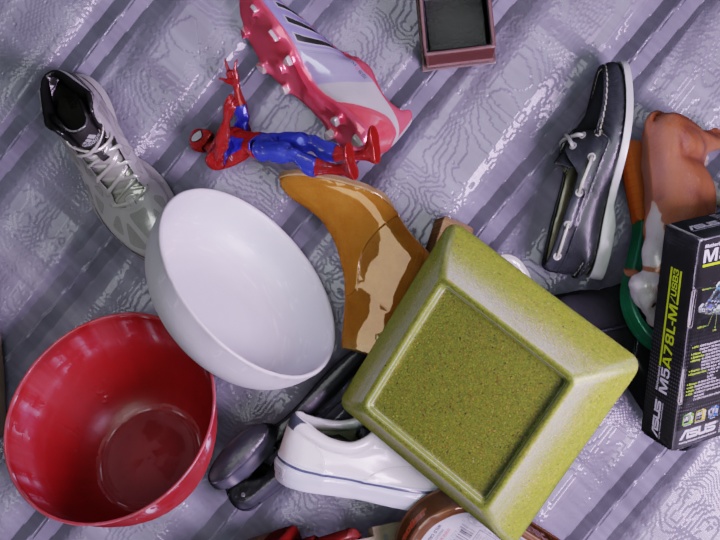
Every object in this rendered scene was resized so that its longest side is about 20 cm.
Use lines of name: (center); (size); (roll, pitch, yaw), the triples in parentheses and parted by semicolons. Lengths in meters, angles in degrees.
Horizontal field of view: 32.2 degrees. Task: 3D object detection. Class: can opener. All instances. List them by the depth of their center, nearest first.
can opener: (-0.051, 0.148, 1.167); (0.199, 0.079, 0.064); (-38, 80, -5)

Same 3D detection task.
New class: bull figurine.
bull figurine: (0.290, -0.044, 1.102); (0.120, 0.065, 0.202); (14, 70, -27)

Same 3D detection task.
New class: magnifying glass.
magnifying glass: (0.262, -0.023, 1.127); (0.079, 0.022, 0.202); (2, 67, -24)

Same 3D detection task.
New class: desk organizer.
desk organizer: (0.082, -0.292, 1.142); (0.071, 0.077, 0.202); (-5, 90, 4)

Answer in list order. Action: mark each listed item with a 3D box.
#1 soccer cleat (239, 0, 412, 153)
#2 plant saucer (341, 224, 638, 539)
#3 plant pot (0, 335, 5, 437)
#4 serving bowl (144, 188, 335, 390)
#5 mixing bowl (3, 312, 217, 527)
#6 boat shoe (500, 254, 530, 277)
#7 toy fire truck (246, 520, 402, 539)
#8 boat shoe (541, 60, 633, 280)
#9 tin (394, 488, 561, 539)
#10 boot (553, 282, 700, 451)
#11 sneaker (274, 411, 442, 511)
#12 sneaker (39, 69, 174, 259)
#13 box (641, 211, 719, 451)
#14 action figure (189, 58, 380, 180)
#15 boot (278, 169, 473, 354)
soccer cleat: (-0.036, -0.189, 1.167); (0.076, 0.067, 0.200); (-36, 80, -29)
plant saucer: (0.094, 0.098, 1.035); (0.199, 0.048, 0.201); (37, 109, 17)
plant pot: (-0.432, 0.107, 1.136); (0.198, 0.200, 0.179); (-16, 100, 4)
serving bowl: (-0.117, 0.026, 1.115); (0.066, 0.200, 0.201); (-39, 88, 29)
mixing bowl: (-0.209, 0.153, 1.136); (0.198, 0.109, 0.202); (-7, 58, 11)
boat shoe: (0.121, 0.086, 1.149); (0.072, 0.062, 0.203); (-3, 93, -24)
toy fire truck: (-0.007, 0.309, 1.148); (0.198, 0.129, 0.178); (-21, 90, 14)
boat shoe: (0.206, -0.093, 1.137); (0.060, 0.076, 0.202); (7, 91, -2)
tin: (0.120, 0.275, 1.131); (0.199, 0.042, 0.112); (34, 101, -20)
boot: (0.197, 0.098, 1.104); (0.198, 0.066, 0.167); (-10, 78, -26)
sneaker: (0.023, 0.170, 1.132); (0.198, 0.073, 0.072); (8, 106, -18)
sneaker: (-0.240, -0.095, 1.149); (0.075, 0.115, 0.202); (-32, 89, 4)
box: (0.335, 0.040, 1.066); (0.198, 0.047, 0.195); (-13, 114, -28)
action figure: (-0.083, -0.137, 1.130); (0.198, 0.065, 0.100); (3, 116, 34)
boot: (0.000, 0.000, 1.149); (0.199, 0.071, 0.145); (19, 82, -5)
